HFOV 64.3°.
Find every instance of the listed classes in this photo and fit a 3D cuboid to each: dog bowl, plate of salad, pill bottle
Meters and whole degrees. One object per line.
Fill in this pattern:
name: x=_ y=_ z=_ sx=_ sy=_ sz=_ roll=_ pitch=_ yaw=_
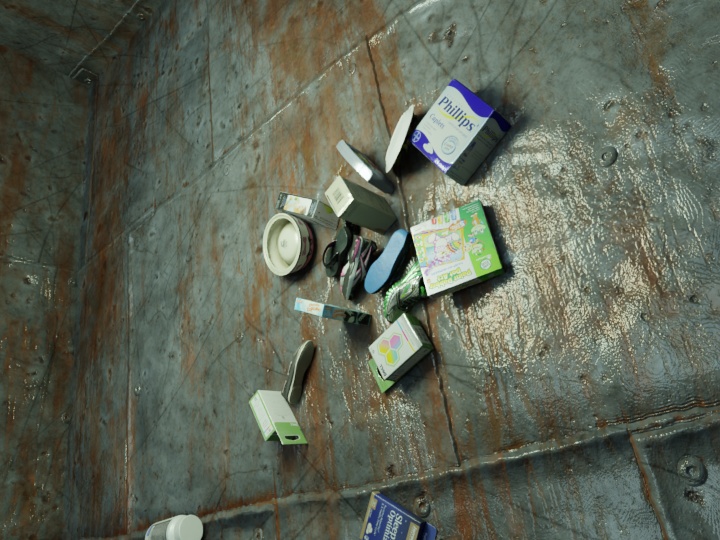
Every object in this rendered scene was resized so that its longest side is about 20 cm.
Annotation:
dog bowl: x=-0.233 y=-0.085 z=1.869 sx=0.198 sy=0.073 sz=0.205 roll=1 pitch=92 yaw=44
plate of salad: x=0.119 y=-0.372 z=1.633 sx=0.200 sy=0.047 sz=0.203 roll=-159 pitch=89 yaw=-82
pill bottle: x=-0.627 y=0.894 z=1.932 sx=0.198 sy=0.113 sz=0.116 roll=-29 pitch=60 yaw=33

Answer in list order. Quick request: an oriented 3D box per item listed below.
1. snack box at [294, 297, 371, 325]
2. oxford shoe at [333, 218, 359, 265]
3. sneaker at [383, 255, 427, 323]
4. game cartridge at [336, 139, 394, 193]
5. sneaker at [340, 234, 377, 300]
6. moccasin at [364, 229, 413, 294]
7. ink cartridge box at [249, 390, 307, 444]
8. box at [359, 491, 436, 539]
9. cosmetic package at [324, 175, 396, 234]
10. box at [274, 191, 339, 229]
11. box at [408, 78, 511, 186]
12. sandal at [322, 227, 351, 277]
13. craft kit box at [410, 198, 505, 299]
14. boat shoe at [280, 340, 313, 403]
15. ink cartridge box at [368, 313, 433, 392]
snack box: x=-0.076 y=0.117 z=1.606 sx=0.115 sy=0.198 sz=0.038 roll=9 pitch=85 yaw=42
oxford shoe: x=-0.051 y=-0.113 z=1.739 sx=0.084 sy=0.072 sz=0.204 roll=-13 pitch=68 yaw=43
sneaker: x=0.132 y=0.059 z=1.521 sx=0.085 sy=0.077 sz=0.202 roll=42 pitch=106 yaw=40
game cartridge: x=0.009 y=-0.311 z=1.700 sx=0.041 sy=0.132 sz=0.201 roll=-51 pitch=51 yaw=18
sneaker: x=0.000 y=0.000 z=1.659 sx=0.081 sy=0.085 sz=0.203 roll=-114 pitch=35 yaw=-56
moccasin: x=0.089 y=-0.016 z=1.590 sx=0.081 sy=0.068 sz=0.201 roll=47 pitch=111 yaw=31
ink cartridge box: x=-0.250 y=0.459 z=1.728 sx=0.060 sy=0.103 sz=0.201 roll=-50 pitch=51 yaw=18
box: x=0.090 y=0.651 z=1.418 sx=0.198 sy=0.032 sz=0.123 roll=14 pitch=87 yaw=42
cosmetic package: x=0.003 y=-0.182 z=1.622 sx=0.071 sy=0.198 sz=0.106 roll=-46 pitch=51 yaw=22
box: x=-0.169 y=-0.193 z=1.838 sx=0.198 sy=0.116 sz=0.061 roll=19 pitch=87 yaw=44
box: x=0.258 y=-0.365 z=1.513 sx=0.201 sy=0.104 sz=0.185 roll=-51 pitch=51 yaw=17
sandal: x=-0.081 y=-0.054 z=1.685 sx=0.076 sy=0.047 sz=0.202 roll=65 pitch=148 yaw=30
craft kit box: x=0.241 y=-0.053 z=1.447 sx=0.197 sy=0.048 sz=0.201 roll=-22 pitch=66 yaw=18
boat shoe: x=-0.199 y=0.304 z=1.753 sx=0.056 sy=0.066 sz=0.204 roll=19 pitch=94 yaw=38
ink cartridge box: x=0.088 y=0.221 z=1.513 sx=0.200 sy=0.059 sz=0.105 roll=-46 pitch=52 yaw=22
